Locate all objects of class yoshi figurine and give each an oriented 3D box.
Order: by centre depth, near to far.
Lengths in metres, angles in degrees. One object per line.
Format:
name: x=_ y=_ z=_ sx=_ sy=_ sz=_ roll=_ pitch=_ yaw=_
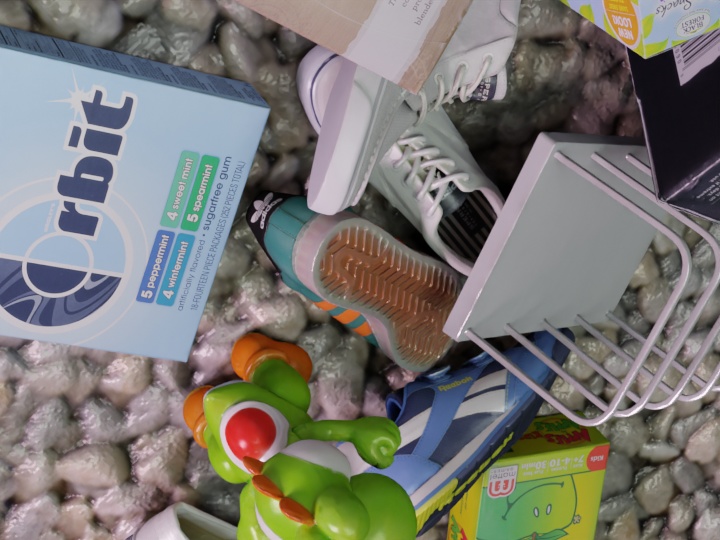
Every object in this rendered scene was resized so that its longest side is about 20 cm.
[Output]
yoshi figurine: x=-0.030 y=0.126 z=1.011 sx=0.111 sy=0.200 sz=0.114 roll=-12 pitch=119 yaw=-19

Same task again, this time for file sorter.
file sorter: x=0.176 y=0.007 z=1.040 sx=0.199 sy=0.124 sz=0.140 roll=-4 pitch=126 yaw=-54

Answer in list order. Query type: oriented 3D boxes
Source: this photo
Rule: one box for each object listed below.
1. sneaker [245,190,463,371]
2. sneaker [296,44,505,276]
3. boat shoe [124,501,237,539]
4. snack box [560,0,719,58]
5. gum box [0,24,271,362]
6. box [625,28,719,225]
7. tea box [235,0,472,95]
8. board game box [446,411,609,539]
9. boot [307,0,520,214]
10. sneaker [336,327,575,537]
sneaker: x=0.000 y=0.000 z=1.046 sx=0.072 sy=0.080 sz=0.200 roll=-54 pitch=144 yaw=-4
sneaker: x=0.040 y=-0.067 z=1.022 sx=0.073 sy=0.071 sz=0.200 roll=-47 pitch=124 yaw=4
boat shoe: x=-0.059 y=0.206 z=1.112 sx=0.201 sy=0.075 sz=0.086 roll=33 pitch=116 yaw=-27
snack box: x=0.131 y=-0.242 z=0.914 sx=0.067 sy=0.169 sz=0.202 roll=-22 pitch=122 yaw=-11
gum box: x=-0.171 y=-0.043 z=0.955 sx=0.198 sy=0.045 sz=0.172 roll=11 pitch=111 yaw=-28
box: x=0.273 y=-0.124 z=1.007 sx=0.195 sy=0.202 sz=0.124 roll=18 pitch=141 yaw=-32
tea box: x=-0.008 y=-0.231 z=0.841 sx=0.133 sy=0.197 sz=0.201 roll=23 pitch=105 yaw=-31
board game box: x=0.116 y=0.207 z=1.211 sx=0.100 sy=0.048 sz=0.202 roll=-6 pitch=117 yaw=-22
boot: x=0.040 y=-0.114 z=0.951 sx=0.095 sy=0.074 sz=0.202 roll=21 pitch=78 yaw=-11
sneaker: x=0.067 y=0.092 z=1.111 sx=0.200 sy=0.082 sz=0.074 roll=-40 pitch=159 yaw=-27
